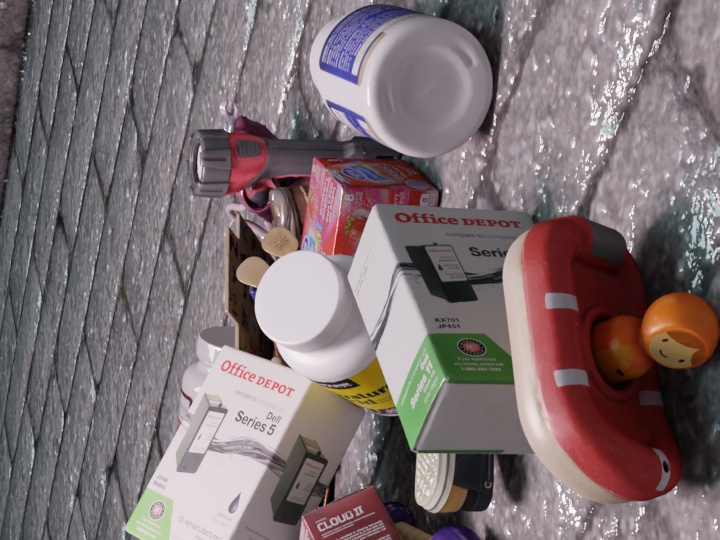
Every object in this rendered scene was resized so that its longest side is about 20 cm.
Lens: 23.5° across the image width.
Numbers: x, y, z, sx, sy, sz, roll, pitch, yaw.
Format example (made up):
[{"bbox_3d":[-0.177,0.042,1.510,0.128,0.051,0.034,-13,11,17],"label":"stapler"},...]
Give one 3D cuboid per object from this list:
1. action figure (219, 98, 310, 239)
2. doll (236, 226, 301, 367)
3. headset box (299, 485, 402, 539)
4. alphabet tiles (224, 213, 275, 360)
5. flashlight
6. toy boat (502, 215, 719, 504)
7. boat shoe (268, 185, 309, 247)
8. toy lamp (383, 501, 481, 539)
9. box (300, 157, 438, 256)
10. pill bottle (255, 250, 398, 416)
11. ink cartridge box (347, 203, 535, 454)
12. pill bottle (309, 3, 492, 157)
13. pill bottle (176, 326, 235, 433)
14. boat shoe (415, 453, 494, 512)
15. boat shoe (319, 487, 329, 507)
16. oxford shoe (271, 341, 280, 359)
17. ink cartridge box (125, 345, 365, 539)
[{"bbox_3d":[-0.117,-0.099,1.865,0.149,0.133,0.200,-61,7,12],"label":"action figure"},{"bbox_3d":[-0.053,0.040,1.738,0.048,0.137,0.200,26,158,34],"label":"doll"},{"bbox_3d":[0.009,0.299,1.524,0.201,0.077,0.149,60,159,26],"label":"headset box"},{"bbox_3d":[-0.113,0.040,1.890,0.200,0.006,0.167,57,-153,-60],"label":"alphabet tiles"},{"bbox_3d":[-0.067,-0.101,1.676,0.068,0.199,0.068,-133,48,-61],"label":"flashlight"},{"bbox_3d":[0.181,0.054,1.165,0.130,0.130,0.201,-20,67,37],"label":"toy boat"},{"bbox_3d":[-0.052,-0.038,1.820,0.200,0.071,0.076,95,157,-75],"label":"boat shoe"},{"bbox_3d":[0.060,0.243,1.524,0.200,0.058,0.059,-176,87,-68],"label":"toy lamp"},{"bbox_3d":[0.000,0.000,1.636,0.095,0.099,0.201,-132,47,-61],"label":"box"},{"bbox_3d":[-0.008,0.051,1.493,0.111,0.200,0.112,-10,68,26],"label":"pill bottle"},{"bbox_3d":[0.088,0.042,1.338,0.200,0.146,0.083,-112,33,-44],"label":"ink cartridge box"},{"bbox_3d":[0.027,-0.176,1.546,0.200,0.119,0.120,-145,58,-65],"label":"pill bottle"},{"bbox_3d":[-0.157,0.174,2.023,0.113,0.112,0.201,-137,52,-63],"label":"pill bottle"},{"bbox_3d":[0.088,0.114,1.455,0.075,0.062,0.201,127,155,-54],"label":"boat shoe"},{"bbox_3d":[-0.058,0.197,1.829,0.068,0.072,0.201,-150,57,-61],"label":"boat shoe"},{"bbox_3d":[-0.066,0.066,1.851,0.075,0.070,0.201,-109,30,-54],"label":"oxford shoe"},{"bbox_3d":[-0.106,0.184,1.592,0.145,0.084,0.201,15,74,48],"label":"ink cartridge box"}]
